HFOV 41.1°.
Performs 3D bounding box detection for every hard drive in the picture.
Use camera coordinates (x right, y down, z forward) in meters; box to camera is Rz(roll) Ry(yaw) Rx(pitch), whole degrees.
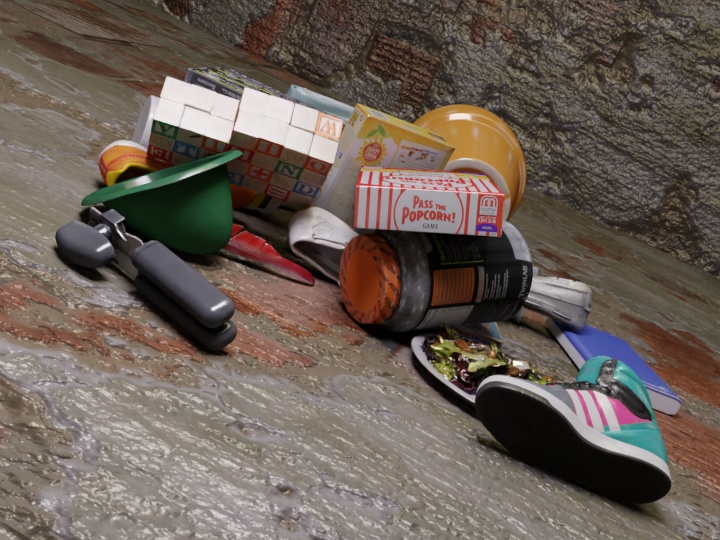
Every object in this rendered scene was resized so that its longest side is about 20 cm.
[{"bbox_3d":[0.339,0.122,1.308,0.131,0.025,0.200,22,15,-12],"label":"hard drive"}]

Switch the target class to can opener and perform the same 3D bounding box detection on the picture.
[{"bbox_3d":[-0.193,0.009,0.840,0.067,0.054,0.200,-31,50,-33],"label":"can opener"}]

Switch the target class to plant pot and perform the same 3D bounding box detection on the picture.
[{"bbox_3d":[0.143,-0.119,1.367,0.199,0.201,0.183,23,20,-6],"label":"plant pot"}]

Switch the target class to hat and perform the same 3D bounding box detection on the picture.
[{"bbox_3d":[-0.171,-0.022,1.016,0.199,0.177,0.166,-16,13,4],"label":"hat"}]

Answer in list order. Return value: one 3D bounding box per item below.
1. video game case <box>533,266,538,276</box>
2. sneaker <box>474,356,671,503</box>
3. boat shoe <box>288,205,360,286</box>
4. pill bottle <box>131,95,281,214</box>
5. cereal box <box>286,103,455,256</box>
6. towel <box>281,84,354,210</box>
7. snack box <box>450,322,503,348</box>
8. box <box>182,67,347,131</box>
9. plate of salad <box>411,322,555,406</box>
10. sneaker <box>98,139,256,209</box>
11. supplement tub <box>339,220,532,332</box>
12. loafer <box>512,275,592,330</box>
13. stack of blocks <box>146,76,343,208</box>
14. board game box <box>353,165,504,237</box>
[{"bbox_3d":[0.140,-0.029,1.449,0.199,0.022,0.182,10,6,-43],"label":"video game case"},{"bbox_3d":[0.200,0.123,0.898,0.199,0.084,0.121,29,37,-10],"label":"sneaker"},{"bbox_3d":[0.000,0.000,1.136,0.199,0.071,0.070,26,38,-15],"label":"boat shoe"},{"bbox_3d":[-0.193,-0.155,1.257,0.199,0.113,0.112,18,16,-24],"label":"pill bottle"},{"bbox_3d":[0.012,-0.094,1.197,0.143,0.201,0.040,14,26,-36],"label":"cereal box"},{"bbox_3d":[-0.051,-0.162,1.394,0.199,0.172,0.048,15,19,-33],"label":"towel"},{"bbox_3d":[0.134,0.054,1.225,0.072,0.024,0.200,24,14,-5],"label":"snack box"},{"bbox_3d":[-0.115,-0.201,1.232,0.199,0.044,0.160,25,16,3],"label":"box"},{"bbox_3d":[0.148,0.108,1.008,0.199,0.048,0.200,23,15,-7],"label":"plate of salad"},{"bbox_3d":[-0.214,-0.095,1.141,0.199,0.073,0.077,6,38,-33],"label":"sneaker"},{"bbox_3d":[0.084,0.004,1.078,0.199,0.123,0.122,-3,27,-32],"label":"supplement tub"},{"bbox_3d":[0.219,0.037,1.332,0.199,0.070,0.070,10,-6,16],"label":"loafer"},{"bbox_3d":[-0.132,-0.148,1.077,0.199,0.059,0.115,17,-26,-10],"label":"stack of blocks"},{"bbox_3d":[0.071,-0.078,1.049,0.150,0.047,0.200,4,12,0],"label":"board game box"}]
